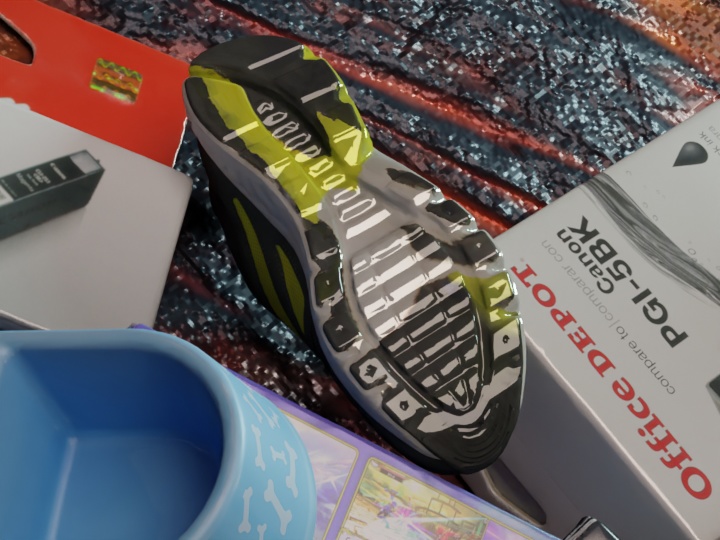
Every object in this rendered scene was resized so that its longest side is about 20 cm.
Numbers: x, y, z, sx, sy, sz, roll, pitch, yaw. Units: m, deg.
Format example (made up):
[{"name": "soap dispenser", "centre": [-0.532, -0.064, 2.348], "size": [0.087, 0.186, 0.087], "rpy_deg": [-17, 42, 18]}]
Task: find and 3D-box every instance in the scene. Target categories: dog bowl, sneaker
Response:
[{"name": "dog bowl", "centre": [-0.115, 0.070, 0.710], "size": [0.198, 0.050, 0.112], "rpy_deg": [-1, 58, 16]}, {"name": "sneaker", "centre": [0.000, 0.000, 0.844], "size": [0.074, 0.085, 0.201], "rpy_deg": [-23, 59, -15]}]

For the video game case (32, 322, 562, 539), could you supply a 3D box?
[{"name": "video game case", "centre": [-0.029, 0.143, 0.758], "size": [0.199, 0.045, 0.182], "rpy_deg": [28, 65, -9]}]

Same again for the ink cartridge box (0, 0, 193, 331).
[{"name": "ink cartridge box", "centre": [-0.159, -0.058, 0.847], "size": [0.199, 0.044, 0.175], "rpy_deg": [22, 54, -13]}]

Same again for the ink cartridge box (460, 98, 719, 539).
[{"name": "ink cartridge box", "centre": [0.131, 0.030, 0.907], "size": [0.199, 0.083, 0.147], "rpy_deg": [-31, 75, -38]}]

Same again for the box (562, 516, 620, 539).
[{"name": "box", "centre": [0.077, 0.206, 0.670], "size": [0.148, 0.107, 0.200], "rpy_deg": [-38, 76, -28]}]
